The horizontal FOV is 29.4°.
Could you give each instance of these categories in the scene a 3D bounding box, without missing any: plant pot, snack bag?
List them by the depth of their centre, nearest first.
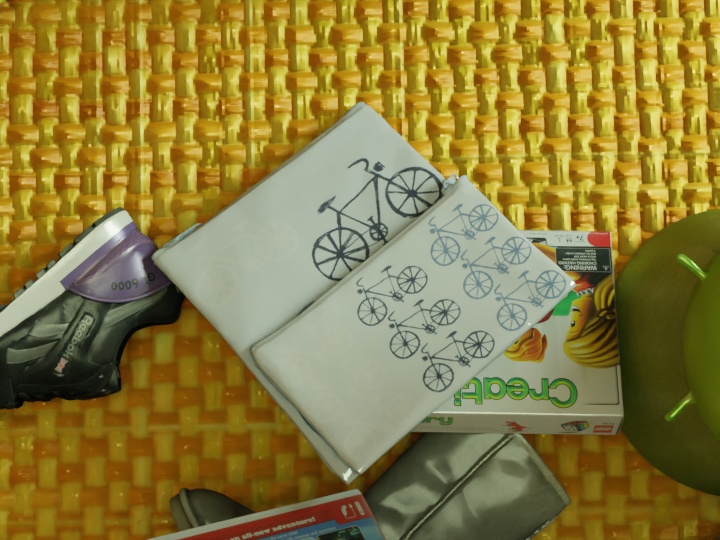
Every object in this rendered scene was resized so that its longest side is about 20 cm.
[{"bbox_3d":[0.247,0.046,0.797,0.184,0.200,0.190,0,86,0],"label":"plant pot"},{"bbox_3d":[0.000,0.000,0.841,0.188,0.021,0.200,-38,68,-16],"label":"snack bag"}]

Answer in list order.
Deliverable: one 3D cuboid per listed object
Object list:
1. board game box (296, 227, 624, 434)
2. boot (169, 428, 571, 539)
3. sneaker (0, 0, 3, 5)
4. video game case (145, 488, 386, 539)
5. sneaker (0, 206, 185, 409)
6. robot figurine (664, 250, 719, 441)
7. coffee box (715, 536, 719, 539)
[{"bbox_3d":[0.060,0.037,0.853,0.197,0.035,0.128,0,62,1],"label":"board game box"},{"bbox_3d":[0.006,0.145,0.852,0.200,0.073,0.182,-43,100,3],"label":"boot"},{"bbox_3d":[-0.243,-0.195,0.879,0.197,0.078,0.092,-13,94,4],"label":"sneaker"},{"bbox_3d":[-0.023,0.211,0.726,0.141,0.018,0.201,-9,46,-25],"label":"video game case"},{"bbox_3d":[-0.197,0.058,0.857,0.200,0.076,0.088,-42,93,-3],"label":"sneaker"},{"bbox_3d":[0.242,0.038,0.639,0.197,0.116,0.178,4,94,0],"label":"robot figurine"},{"bbox_3d":[0.212,0.223,0.824,0.199,0.113,0.080,-34,82,-2],"label":"coffee box"}]
